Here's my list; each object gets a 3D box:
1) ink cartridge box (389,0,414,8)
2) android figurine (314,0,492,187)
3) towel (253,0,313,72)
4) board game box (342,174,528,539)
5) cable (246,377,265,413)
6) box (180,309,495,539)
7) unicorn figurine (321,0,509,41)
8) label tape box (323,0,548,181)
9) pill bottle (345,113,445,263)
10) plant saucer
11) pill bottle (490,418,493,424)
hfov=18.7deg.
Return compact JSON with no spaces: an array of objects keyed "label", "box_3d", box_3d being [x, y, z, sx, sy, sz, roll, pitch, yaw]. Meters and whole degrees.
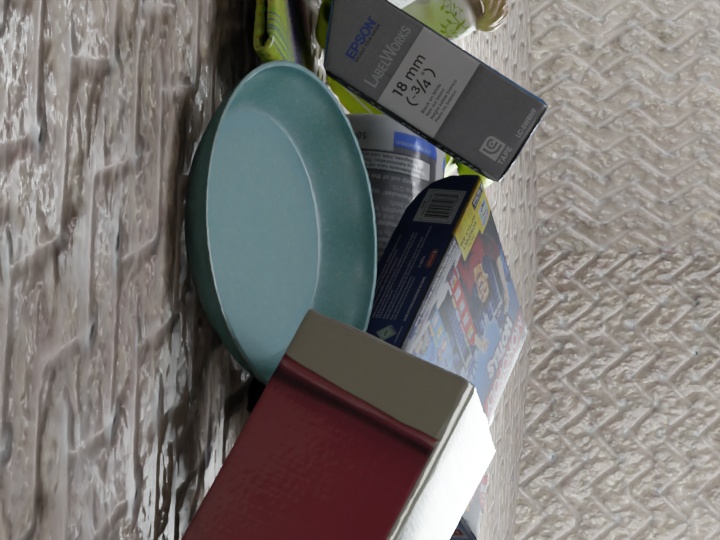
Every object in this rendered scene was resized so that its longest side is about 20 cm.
[{"label":"ink cartridge box","box_3d":[-0.022,-0.280,1.524,0.177,0.045,0.200,63,8,10]},{"label":"android figurine","box_3d":[0.033,-0.128,1.644,0.041,0.182,0.200,-45,174,-10]},{"label":"towel","box_3d":[-0.051,-0.156,1.414,0.200,0.023,0.145,71,11,-68]},{"label":"board game box","box_3d":[0.046,0.075,1.460,0.201,0.061,0.201,71,34,-41]},{"label":"cable","box_3d":[-0.060,0.162,1.435,0.201,0.050,0.164,84,16,-54]},{"label":"box","box_3d":[-0.020,0.146,1.231,0.201,0.108,0.128,-61,162,-16]},{"label":"unicorn figurine","box_3d":[0.026,-0.205,1.696,0.074,0.199,0.138,-49,130,-37]},{"label":"label tape box","box_3d":[0.020,-0.138,1.439,0.063,0.199,0.144,-57,-178,3]},{"label":"pill bottle","box_3d":[0.000,0.000,1.556,0.114,0.113,0.201,65,28,-72]},{"label":"plant saucer","box_3d":[-0.052,-0.023,1.304,0.200,0.036,0.201,12,76,-61]},{"label":"pill bottle","box_3d":[0.065,0.049,2.002,0.114,0.114,0.201,-69,158,-66]}]
